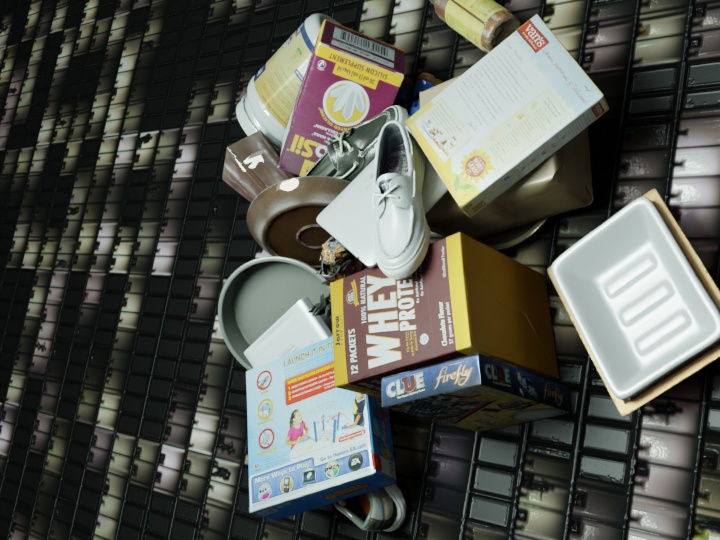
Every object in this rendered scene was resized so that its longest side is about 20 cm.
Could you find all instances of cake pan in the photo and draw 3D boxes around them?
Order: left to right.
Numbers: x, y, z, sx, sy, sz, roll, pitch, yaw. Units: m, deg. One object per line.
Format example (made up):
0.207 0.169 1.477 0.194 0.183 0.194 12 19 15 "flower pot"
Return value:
-0.110 0.069 1.345 0.196 0.037 0.204 6 113 13 "cake pan"

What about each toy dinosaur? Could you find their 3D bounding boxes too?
0.000 0.000 1.239 0.101 0.198 0.139 15 101 41 "toy dinosaur"

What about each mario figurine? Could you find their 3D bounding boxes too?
0.073 -0.172 1.329 0.123 0.104 0.204 133 154 -69 "mario figurine"

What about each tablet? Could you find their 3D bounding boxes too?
0.045 -0.104 1.133 0.200 0.014 0.130 -46 47 -4 "tablet"

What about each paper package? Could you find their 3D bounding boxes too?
0.176 -0.156 1.156 0.198 0.103 0.195 -15 66 38 "paper package"

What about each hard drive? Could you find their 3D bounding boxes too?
-0.065 0.159 1.300 0.132 0.027 0.201 -41 78 24 "hard drive"

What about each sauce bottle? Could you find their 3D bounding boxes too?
0.148 -0.374 1.318 0.066 0.065 0.201 -52 49 16 "sauce bottle"

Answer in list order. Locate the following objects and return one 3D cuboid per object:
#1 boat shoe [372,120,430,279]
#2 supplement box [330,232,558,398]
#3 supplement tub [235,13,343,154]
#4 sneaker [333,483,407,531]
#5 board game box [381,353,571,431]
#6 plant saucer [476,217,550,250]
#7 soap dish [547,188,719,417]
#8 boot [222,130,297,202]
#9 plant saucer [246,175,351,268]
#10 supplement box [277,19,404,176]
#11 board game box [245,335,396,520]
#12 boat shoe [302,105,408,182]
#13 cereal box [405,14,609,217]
0.042 -0.087 1.065 0.071 0.069 0.203 -8 53 27 "boat shoe"
0.100 0.072 1.120 0.198 0.196 0.135 -21 62 36 "supplement box"
-0.087 -0.282 1.444 0.199 0.143 0.146 -40 53 24 "supplement tub"
-0.025 0.268 1.227 0.199 0.079 0.075 38 109 32 "sneaker"
0.135 0.144 1.062 0.134 0.198 0.035 -19 63 35 "board game box"
0.191 -0.121 1.219 0.198 0.029 0.204 -16 65 38 "plant saucer"
0.313 0.037 1.019 0.157 0.081 0.202 -39 54 26 "soap dish"
-0.155 -0.088 1.420 0.200 0.064 0.187 42 96 -4 "boot"
-0.063 -0.058 1.307 0.198 0.199 0.033 -28 49 32 "plant saucer"
-0.029 -0.232 1.325 0.104 0.129 0.202 -86 15 -57 "supplement box"
-0.057 0.200 1.205 0.197 0.056 0.199 -23 56 27 "board game box"
-0.014 -0.153 1.263 0.200 0.063 0.071 -45 41 27 "boat shoe"
0.165 -0.178 1.063 0.199 0.039 0.145 -37 59 12 "cereal box"
